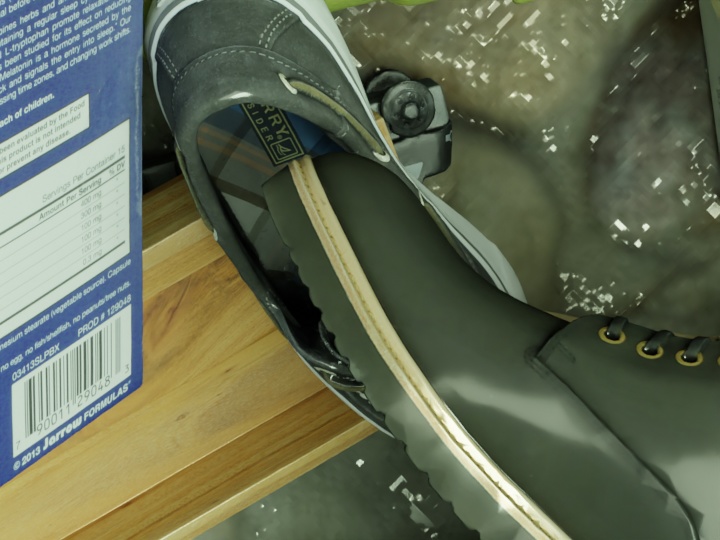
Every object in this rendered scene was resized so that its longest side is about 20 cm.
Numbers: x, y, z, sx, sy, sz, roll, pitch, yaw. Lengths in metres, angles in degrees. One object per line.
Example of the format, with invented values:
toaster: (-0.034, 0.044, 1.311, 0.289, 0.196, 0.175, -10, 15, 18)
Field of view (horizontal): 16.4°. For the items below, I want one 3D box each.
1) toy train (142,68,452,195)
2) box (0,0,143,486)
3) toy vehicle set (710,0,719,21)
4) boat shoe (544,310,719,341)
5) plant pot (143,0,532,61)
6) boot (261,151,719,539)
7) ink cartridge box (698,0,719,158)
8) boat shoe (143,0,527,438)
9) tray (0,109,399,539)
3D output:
toy train: (-0.065, -0.018, 0.799, 0.199, 0.034, 0.046, -16, 106, -6)
box: (-0.102, -0.031, 0.632, 0.032, 0.121, 0.201, 23, 127, 27)
toy vehicle set: (0.199, -0.112, 0.742, 0.199, 0.027, 0.125, -27, 96, -5)
boat shoe: (0.136, 0.038, 0.805, 0.199, 0.072, 0.065, 1, 93, -1)
plant pot: (-0.069, -0.137, 0.726, 0.184, 0.200, 0.201, -22, 95, 6)
boot: (0.082, 0.022, 0.616, 0.138, 0.077, 0.200, -39, 84, 4)
ink cartridge box: (0.181, -0.124, 0.795, 0.144, 0.084, 0.201, -9, 93, -7)
boat shoe: (0.000, 0.000, 0.705, 0.070, 0.066, 0.200, -18, 132, 11)
tray: (-0.069, 0.035, 0.766, 0.199, 0.037, 0.099, -30, 122, -13)
